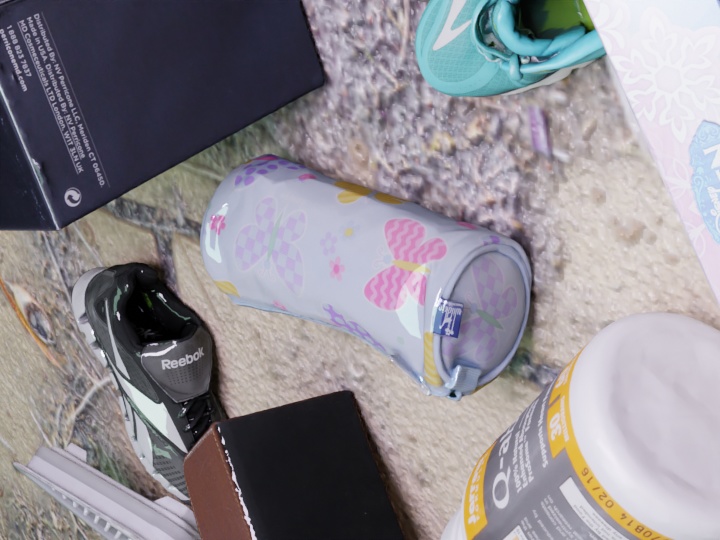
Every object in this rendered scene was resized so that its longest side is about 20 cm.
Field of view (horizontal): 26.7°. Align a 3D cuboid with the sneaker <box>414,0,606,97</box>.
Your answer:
[{"bbox_3d":[0.076,-0.118,0.667,0.200,0.079,0.078,-15,102,61],"label":"sneaker"}]

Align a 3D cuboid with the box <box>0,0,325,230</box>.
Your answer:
[{"bbox_3d":[-0.163,-0.114,0.854,0.199,0.198,0.124,3,119,49],"label":"box"}]

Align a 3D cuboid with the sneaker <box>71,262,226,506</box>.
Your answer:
[{"bbox_3d":[-0.133,0.080,1.067,0.090,0.066,0.201,-28,91,56],"label":"sneaker"}]

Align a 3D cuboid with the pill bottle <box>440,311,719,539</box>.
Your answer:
[{"bbox_3d":[0.118,0.117,0.758,0.117,0.116,0.200,49,142,12],"label":"pill bottle"}]

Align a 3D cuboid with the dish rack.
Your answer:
[{"bbox_3d":[-0.160,0.199,1.159,0.199,0.044,0.172,19,158,41],"label":"dish rack"}]

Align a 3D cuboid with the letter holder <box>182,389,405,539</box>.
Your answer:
[{"bbox_3d":[-0.041,0.202,0.973,0.142,0.100,0.201,-46,61,55],"label":"letter holder"}]

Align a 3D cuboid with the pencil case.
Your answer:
[{"bbox_3d":[0.000,0.000,0.840,0.199,0.083,0.092,23,109,40],"label":"pencil case"}]

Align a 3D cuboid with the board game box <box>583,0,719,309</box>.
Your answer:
[{"bbox_3d":[0.127,-0.110,0.516,0.043,0.199,0.201,-20,100,34],"label":"board game box"}]
